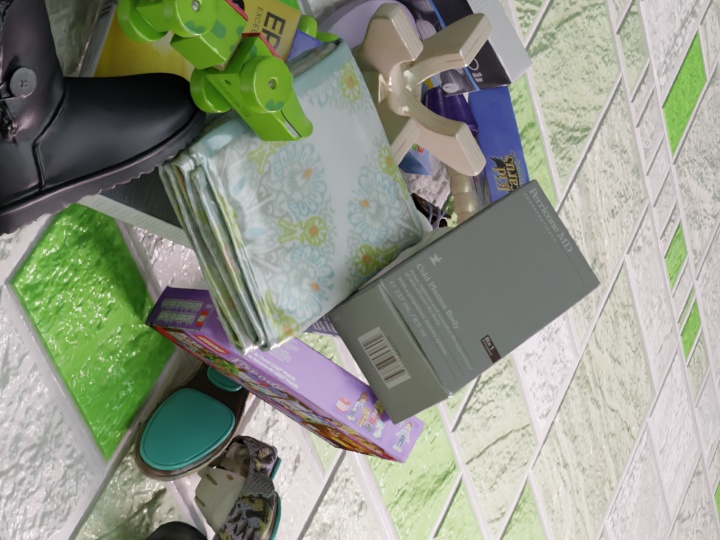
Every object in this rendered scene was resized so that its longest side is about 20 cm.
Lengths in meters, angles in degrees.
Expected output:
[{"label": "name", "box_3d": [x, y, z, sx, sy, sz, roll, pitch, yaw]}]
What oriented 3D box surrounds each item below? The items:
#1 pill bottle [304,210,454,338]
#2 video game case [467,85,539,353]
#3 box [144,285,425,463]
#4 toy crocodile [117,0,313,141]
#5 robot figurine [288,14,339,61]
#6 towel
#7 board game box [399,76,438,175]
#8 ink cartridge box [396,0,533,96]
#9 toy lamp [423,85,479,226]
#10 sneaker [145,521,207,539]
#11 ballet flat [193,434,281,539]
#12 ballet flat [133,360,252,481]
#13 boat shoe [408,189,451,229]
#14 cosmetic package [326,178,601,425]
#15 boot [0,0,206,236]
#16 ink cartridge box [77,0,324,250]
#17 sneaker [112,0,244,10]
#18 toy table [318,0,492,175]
[{"label": "pill bottle", "box_3d": [0.000, 0.000, 1.694, 0.119, 0.199, 0.121, -27, 121, -57]}, {"label": "video game case", "box_3d": [0.144, -0.049, 1.987, 0.182, 0.045, 0.201, 84, -3, -59]}, {"label": "box", "box_3d": [-0.061, 0.080, 1.567, 0.199, 0.137, 0.039, 34, 77, -20]}, {"label": "toy crocodile", "box_3d": [-0.099, -0.158, 1.364, 0.200, 0.067, 0.062, 46, 61, -33]}, {"label": "robot figurine", "box_3d": [-0.077, -0.103, 1.606, 0.175, 0.115, 0.202, 27, 74, -61]}, {"label": "towel", "box_3d": [-0.049, -0.055, 1.483, 0.200, 0.048, 0.172, -37, 115, -36]}, {"label": "board game box", "box_3d": [0.054, -0.212, 1.919, 0.151, 0.036, 0.202, 40, 63, -59]}, {"label": "ink cartridge box", "box_3d": [0.070, -0.254, 1.811, 0.039, 0.099, 0.201, -41, 111, -31]}, {"label": "toy lamp", "box_3d": [0.095, -0.075, 1.880, 0.058, 0.058, 0.202, 15, 60, -63]}, {"label": "sneaker", "box_3d": [-0.128, 0.244, 1.669, 0.201, 0.075, 0.116, 85, 23, -46]}, {"label": "ballet flat", "box_3d": [-0.103, 0.184, 1.635, 0.200, 0.071, 0.073, -97, -171, -77]}, {"label": "ballet flat", "box_3d": [-0.125, 0.117, 1.640, 0.200, 0.068, 0.067, -51, 167, -43]}, {"label": "boat shoe", "box_3d": [0.051, -0.042, 1.922, 0.200, 0.072, 0.073, 47, 57, -57]}, {"label": "cosmetic package", "box_3d": [0.082, 0.022, 1.554, 0.200, 0.090, 0.107, -35, 92, -37]}, {"label": "boot", "box_3d": [-0.202, -0.135, 1.345, 0.199, 0.076, 0.169, -29, 128, -25]}, {"label": "ink cartridge box", "box_3d": [-0.114, -0.119, 1.493, 0.199, 0.047, 0.199, 22, 74, -22]}, {"label": "sneaker", "box_3d": [-0.094, -0.228, 1.429, 0.199, 0.116, 0.075, -28, 155, -17]}, {"label": "toy table", "box_3d": [0.025, -0.154, 1.751, 0.184, 0.116, 0.201, 45, 62, -41]}]
